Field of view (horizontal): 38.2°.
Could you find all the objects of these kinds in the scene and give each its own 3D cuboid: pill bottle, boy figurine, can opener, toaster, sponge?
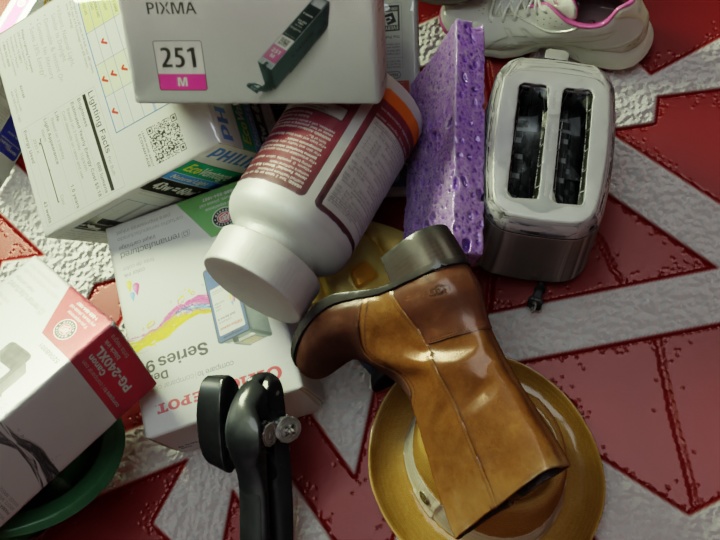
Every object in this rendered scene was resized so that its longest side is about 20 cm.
[{"bbox_3d":[-0.038,-0.066,0.843,0.109,0.110,0.201,23,69,20],"label":"pill bottle"},{"bbox_3d":[0.000,0.000,0.910,0.123,0.065,0.201,-26,72,-6],"label":"boy figurine"},{"bbox_3d":[-0.079,0.177,0.839,0.078,0.063,0.202,6,109,44],"label":"can opener"},{"bbox_3d":[0.148,-0.078,0.860,0.112,0.129,0.202,8,73,6],"label":"toaster"},{"bbox_3d":[0.068,-0.090,0.856,0.029,0.112,0.202,8,70,-16],"label":"sponge"}]

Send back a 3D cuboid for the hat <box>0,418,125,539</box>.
[{"bbox_3d":[-0.293,0.226,0.932,0.198,0.177,0.166,-13,39,-10],"label":"hat"}]

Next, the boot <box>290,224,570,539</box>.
[{"bbox_3d":[0.043,0.098,0.769,0.188,0.068,0.202,-35,68,28],"label":"boot"}]

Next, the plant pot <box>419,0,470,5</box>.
[{"bbox_3d":[0.083,-0.354,0.946,0.185,0.187,0.202,6,74,16],"label":"plant pot"}]

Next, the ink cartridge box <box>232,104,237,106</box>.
[{"bbox_3d":[-0.110,-0.257,0.857,0.084,0.201,0.146,-24,23,21],"label":"ink cartridge box"}]

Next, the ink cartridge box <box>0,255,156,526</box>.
[{"bbox_3d":[-0.290,0.104,0.837,0.200,0.084,0.145,-43,47,-19],"label":"ink cartridge box"}]

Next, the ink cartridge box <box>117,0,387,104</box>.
[{"bbox_3d":[-0.082,-0.212,0.769,0.198,0.175,0.044,2,32,10],"label":"ink cartridge box"}]

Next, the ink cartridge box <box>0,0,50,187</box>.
[{"bbox_3d":[-0.349,-0.186,1.044,0.037,0.095,0.202,21,78,19],"label":"ink cartridge box"}]

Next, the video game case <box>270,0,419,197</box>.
[{"bbox_3d":[-0.042,-0.157,0.968,0.198,0.023,0.185,-1,91,13],"label":"video game case"}]

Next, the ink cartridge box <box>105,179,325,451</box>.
[{"bbox_3d":[-0.128,0.041,0.918,0.144,0.088,0.202,-18,71,7],"label":"ink cartridge box"}]

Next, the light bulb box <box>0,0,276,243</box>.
[{"bbox_3d":[-0.198,-0.152,0.936,0.199,0.125,0.200,-23,79,22],"label":"light bulb box"}]

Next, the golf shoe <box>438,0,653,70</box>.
[{"bbox_3d":[0.164,-0.238,0.939,0.198,0.092,0.076,8,74,18],"label":"golf shoe"}]

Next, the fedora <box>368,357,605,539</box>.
[{"bbox_3d":[0.100,0.140,0.807,0.198,0.082,0.202,1,59,-1],"label":"fedora"}]
